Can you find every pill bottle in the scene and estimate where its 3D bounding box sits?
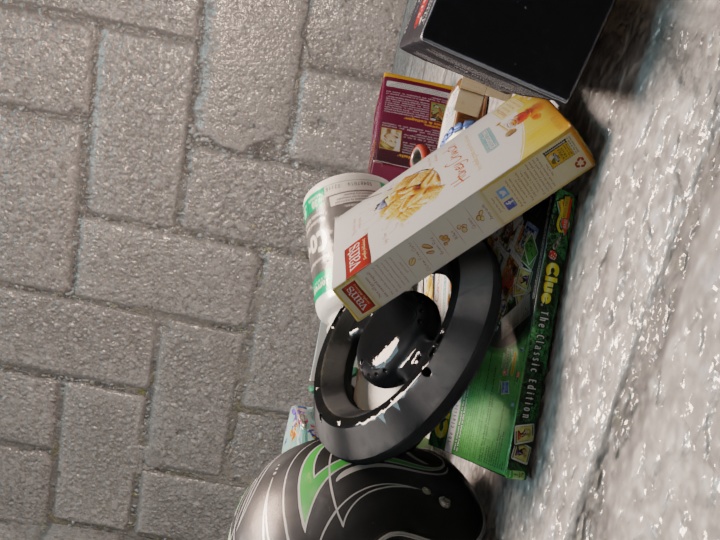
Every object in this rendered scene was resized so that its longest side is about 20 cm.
[{"bbox_3d":[0.000,0.000,0.925,0.113,0.113,0.200,109,155,-62],"label":"pill bottle"}]

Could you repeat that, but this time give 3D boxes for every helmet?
[{"bbox_3d":[-0.014,0.229,0.643,0.200,0.190,0.200,15,107,62],"label":"helmet"}]

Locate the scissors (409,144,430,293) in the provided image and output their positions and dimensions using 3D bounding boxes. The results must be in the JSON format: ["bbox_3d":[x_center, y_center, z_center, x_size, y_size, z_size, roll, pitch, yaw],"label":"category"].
[{"bbox_3d":[0.061,-0.053,0.818,0.200,0.014,0.073,-94,25,-50],"label":"scissors"}]

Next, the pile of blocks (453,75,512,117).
[{"bbox_3d":[0.145,-0.229,0.726,0.082,0.062,0.200,-16,-55,-81],"label":"pile of blocks"}]

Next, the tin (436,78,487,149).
[{"bbox_3d":[0.115,-0.135,0.995,0.112,0.042,0.200,103,177,-88],"label":"tin"}]

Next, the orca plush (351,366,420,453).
[{"bbox_3d":[0.032,0.088,0.703,0.105,0.071,0.200,-40,30,5],"label":"orca plush"}]

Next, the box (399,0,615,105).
[{"bbox_3d":[0.115,-0.228,0.554,0.182,0.104,0.200,-94,26,-77],"label":"box"}]

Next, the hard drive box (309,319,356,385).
[{"bbox_3d":[-0.004,0.092,1.370,0.156,0.077,0.200,12,-91,-69],"label":"hard drive box"}]

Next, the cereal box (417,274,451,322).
[{"bbox_3d":[0.088,0.036,0.773,0.200,0.039,0.144,112,165,-66],"label":"cereal box"}]

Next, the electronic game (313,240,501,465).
[{"bbox_3d":[0.030,0.054,0.624,0.200,0.042,0.200,-41,29,29],"label":"electronic game"}]

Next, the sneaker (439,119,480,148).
[{"bbox_3d":[0.093,-0.056,0.855,0.085,0.077,0.200,-90,10,-46],"label":"sneaker"}]

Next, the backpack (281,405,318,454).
[{"bbox_3d":[-0.018,0.256,0.968,0.200,0.150,0.178,-117,31,-49],"label":"backpack"}]

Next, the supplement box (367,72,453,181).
[{"bbox_3d":[0.072,-0.186,1.181,0.086,0.110,0.200,105,174,-50],"label":"supplement box"}]

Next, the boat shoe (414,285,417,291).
[{"bbox_3d":[0.066,0.056,0.974,0.066,0.072,0.200,40,107,43],"label":"boat shoe"}]

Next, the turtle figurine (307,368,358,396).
[{"bbox_3d":[0.015,0.129,1.231,0.200,0.101,0.150,-56,42,1],"label":"turtle figurine"}]

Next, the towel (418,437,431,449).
[{"bbox_3d":[0.016,0.248,0.814,0.149,0.031,0.200,41,-127,-47],"label":"towel"}]

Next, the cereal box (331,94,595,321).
[{"bbox_3d":[0.067,-0.057,0.615,0.200,0.040,0.144,-34,20,13],"label":"cereal box"}]

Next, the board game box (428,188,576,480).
[{"bbox_3d":[0.102,0.042,0.599,0.105,0.023,0.200,6,84,62],"label":"board game box"}]
